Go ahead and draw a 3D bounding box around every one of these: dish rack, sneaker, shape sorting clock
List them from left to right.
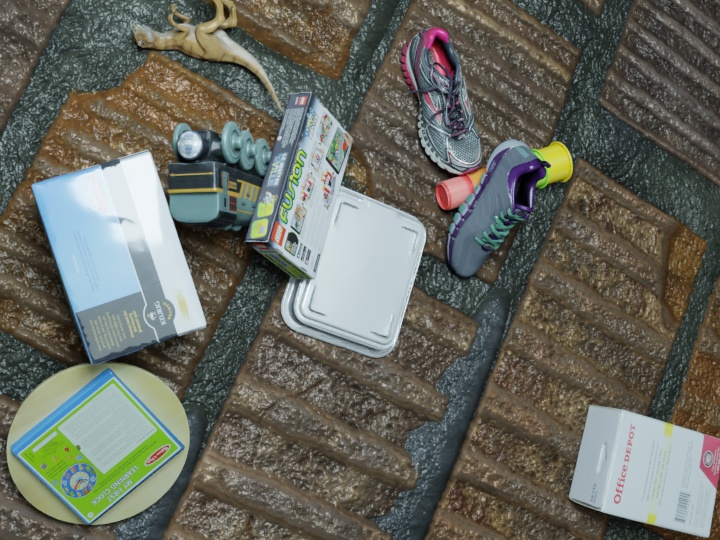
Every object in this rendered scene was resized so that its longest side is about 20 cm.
[{"bbox_3d":[-0.295,0.197,0.930,0.197,0.039,0.203,-4,105,-16],"label":"shape sorting clock"},{"bbox_3d":[0.000,0.000,1.074,0.170,0.043,0.202,20,79,-18],"label":"dish rack"},{"bbox_3d":[0.113,-0.226,1.107,0.080,0.075,0.202,-24,93,-20],"label":"sneaker"},{"bbox_3d":[0.180,-0.071,1.087,0.074,0.088,0.202,11,112,-29],"label":"sneaker"}]

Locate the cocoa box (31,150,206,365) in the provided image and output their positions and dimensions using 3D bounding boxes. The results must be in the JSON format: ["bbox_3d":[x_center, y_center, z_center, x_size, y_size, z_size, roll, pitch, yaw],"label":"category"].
[{"bbox_3d":[-0.271,-0.012,0.918,0.130,0.133,0.202,-19,94,-18],"label":"cocoa box"}]

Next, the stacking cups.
[{"bbox_3d":[0.202,-0.128,1.148,0.198,0.060,0.061,-19,94,-21],"label":"stacking cups"}]

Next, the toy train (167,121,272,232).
[{"bbox_3d":[-0.159,-0.104,0.946,0.084,0.200,0.116,1,89,12],"label":"toy train"}]

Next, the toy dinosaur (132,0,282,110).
[{"bbox_3d":[-0.180,-0.284,1.019,0.198,0.060,0.107,14,106,-15],"label":"toy dinosaur"}]

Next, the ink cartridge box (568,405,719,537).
[{"bbox_3d":[0.420,0.293,1.201,0.198,0.083,0.147,19,80,-20],"label":"ink cartridge box"}]

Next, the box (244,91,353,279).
[{"bbox_3d":[-0.071,-0.103,1.008,0.110,0.034,0.202,41,58,-52],"label":"box"}]
